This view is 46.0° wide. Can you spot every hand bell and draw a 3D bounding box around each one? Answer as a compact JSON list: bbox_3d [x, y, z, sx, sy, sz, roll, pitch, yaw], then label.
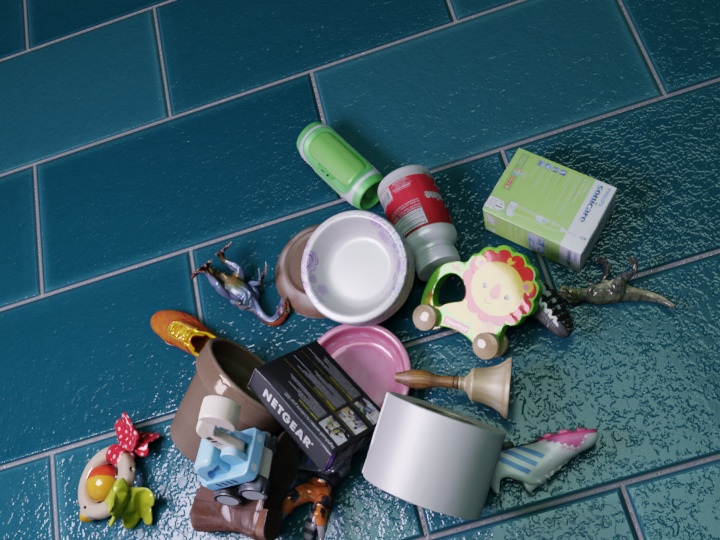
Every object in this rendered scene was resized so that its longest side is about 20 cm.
[{"bbox_3d":[0.157,0.191,1.447,0.198,0.104,0.105,5,67,12],"label":"hand bell"}]

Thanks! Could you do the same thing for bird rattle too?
[{"bbox_3d":[-0.448,0.367,1.523,0.162,0.113,0.202,-26,59,19],"label":"bird rattle"}]

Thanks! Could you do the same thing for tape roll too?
[{"bbox_3d":[0.117,0.292,1.347,0.201,0.203,0.141,17,86,19],"label":"tape roll"}]

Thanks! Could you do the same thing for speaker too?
[{"bbox_3d":[-0.039,-0.209,1.687,0.088,0.089,0.200,-41,64,-7],"label":"speaker"}]

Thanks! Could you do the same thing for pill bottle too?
[{"bbox_3d":[0.113,-0.087,1.582,0.111,0.112,0.202,-22,64,3],"label":"pill bottle"}]

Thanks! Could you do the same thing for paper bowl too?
[{"bbox_3d":[0.000,0.000,1.528,0.198,0.104,0.203,-2,81,15],"label":"paper bowl"}]

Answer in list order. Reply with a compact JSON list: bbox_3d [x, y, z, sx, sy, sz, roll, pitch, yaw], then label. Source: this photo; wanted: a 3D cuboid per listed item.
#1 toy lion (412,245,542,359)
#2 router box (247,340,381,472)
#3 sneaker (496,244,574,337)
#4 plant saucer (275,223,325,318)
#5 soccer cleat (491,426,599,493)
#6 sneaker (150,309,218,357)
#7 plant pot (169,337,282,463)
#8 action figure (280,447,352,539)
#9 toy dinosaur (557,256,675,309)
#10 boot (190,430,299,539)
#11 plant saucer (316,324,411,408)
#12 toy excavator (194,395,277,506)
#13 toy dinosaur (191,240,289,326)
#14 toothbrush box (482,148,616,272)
[{"bbox_3d":[0.210,0.043,1.479,0.199,0.068,0.194,23,99,27],"label":"toy lion"},{"bbox_3d":[-0.069,0.220,1.413,0.148,0.051,0.200,-20,56,-45],"label":"router box"},{"bbox_3d":[0.292,0.053,1.501,0.200,0.066,0.091,50,125,20],"label":"sneaker"},{"bbox_3d":[-0.074,-0.008,1.634,0.198,0.037,0.203,-5,66,12],"label":"plant saucer"},{"bbox_3d":[0.299,0.314,1.392,0.198,0.070,0.087,-16,73,12],"label":"soccer cleat"},{"bbox_3d":[-0.322,0.121,1.611,0.198,0.077,0.073,23,75,23],"label":"sneaker"},{"bbox_3d":[-0.241,0.246,1.491,0.175,0.200,0.200,-48,64,10],"label":"plant pot"},{"bbox_3d":[-0.089,0.364,1.460,0.199,0.105,0.195,5,58,45],"label":"action figure"},{"bbox_3d":[0.449,0.021,1.492,0.198,0.047,0.089,2,83,15],"label":"toy dinosaur"},{"bbox_3d":[-0.204,0.361,1.449,0.199,0.064,0.188,-6,60,42],"label":"boot"},{"bbox_3d":[-0.005,0.193,1.515,0.198,0.051,0.203,-4,65,8],"label":"plant saucer"},{"bbox_3d":[-0.210,0.272,1.308,0.193,0.200,0.101,-23,44,37],"label":"toy excavator"},{"bbox_3d":[-0.220,0.036,1.640,0.105,0.200,0.182,-42,99,-20],"label":"toy dinosaur"},{"bbox_3d":[0.345,-0.112,1.553,0.199,0.086,0.146,26,74,23],"label":"toothbrush box"}]
